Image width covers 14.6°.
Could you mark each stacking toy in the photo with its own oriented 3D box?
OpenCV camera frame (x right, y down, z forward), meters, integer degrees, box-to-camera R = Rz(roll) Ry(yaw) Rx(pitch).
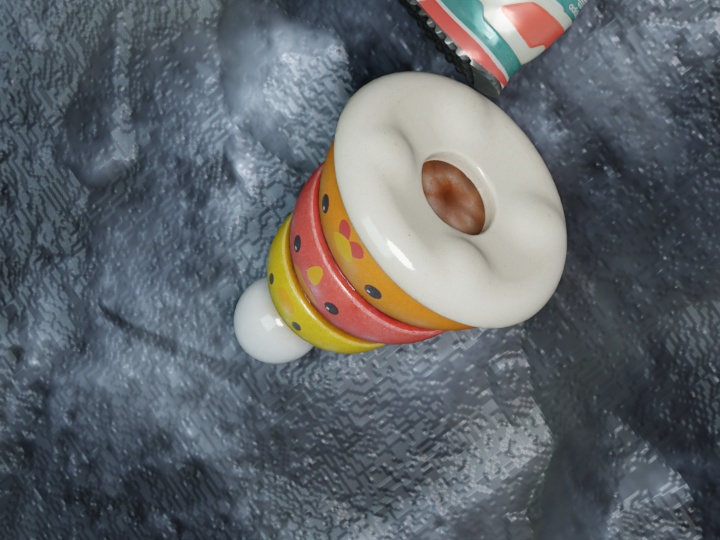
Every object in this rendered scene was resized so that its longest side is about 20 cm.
[{"bbox_3d":[0.000,0.000,1.497,0.200,0.146,0.146,-38,81,43],"label":"stacking toy"}]

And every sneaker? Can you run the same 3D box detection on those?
[{"bbox_3d":[0.042,-0.189,1.472,0.093,0.070,0.200,-37,72,0],"label":"sneaker"}]
